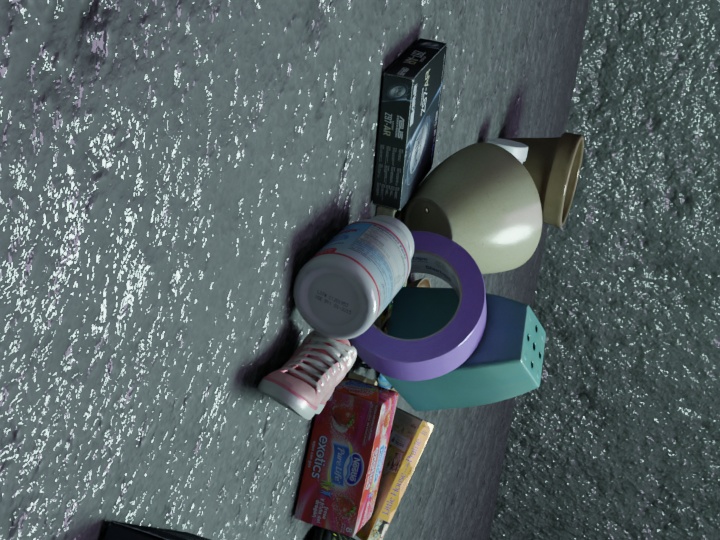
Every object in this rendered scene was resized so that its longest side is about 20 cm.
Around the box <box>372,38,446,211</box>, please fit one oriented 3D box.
[{"bbox_3d":[0.070,-0.209,1.607,0.160,0.043,0.201,-53,153,-55],"label":"box"}]

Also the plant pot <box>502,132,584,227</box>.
[{"bbox_3d":[0.370,-0.208,2.412,0.200,0.174,0.201,14,90,-74],"label":"plant pot"}]

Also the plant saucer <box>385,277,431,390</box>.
[{"bbox_3d":[0.074,0.106,1.921,0.200,0.034,0.201,15,90,-73],"label":"plant saucer"}]

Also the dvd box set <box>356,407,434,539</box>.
[{"bbox_3d":[0.029,0.307,1.733,0.146,0.029,0.201,13,-104,64],"label":"dvd box set"}]

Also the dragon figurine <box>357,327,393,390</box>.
[{"bbox_3d":[0.036,0.143,1.736,0.100,0.059,0.200,-54,155,21],"label":"dragon figurine"}]

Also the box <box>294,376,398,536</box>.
[{"bbox_3d":[-0.019,0.264,1.621,0.100,0.095,0.201,-14,117,-74],"label":"box"}]

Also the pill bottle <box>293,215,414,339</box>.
[{"bbox_3d":[0.000,0.000,1.430,0.200,0.108,0.109,-47,148,-61],"label":"pill bottle"}]

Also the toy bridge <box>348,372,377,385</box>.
[{"bbox_3d":[0.006,0.203,1.780,0.200,0.027,0.068,37,70,-74],"label":"toy bridge"}]

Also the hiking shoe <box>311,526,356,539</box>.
[{"bbox_3d":[-0.021,0.444,1.762,0.200,0.100,0.076,34,70,-74],"label":"hiking shoe"}]

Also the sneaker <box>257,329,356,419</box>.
[{"bbox_3d":[-0.060,0.117,1.357,0.105,0.075,0.200,-59,171,-1],"label":"sneaker"}]

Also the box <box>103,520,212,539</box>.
[{"bbox_3d":[-0.184,0.357,1.079,0.197,0.123,0.201,57,50,-71],"label":"box"}]

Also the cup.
[{"bbox_3d":[0.149,-0.077,1.686,0.143,0.200,0.201,-21,129,-38],"label":"cup"}]

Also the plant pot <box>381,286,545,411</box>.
[{"bbox_3d":[0.156,0.113,1.628,0.141,0.199,0.142,51,44,-50],"label":"plant pot"}]

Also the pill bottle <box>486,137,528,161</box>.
[{"bbox_3d":[0.271,-0.155,2.231,0.111,0.111,0.201,-34,136,-67],"label":"pill bottle"}]

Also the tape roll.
[{"bbox_3d":[0.074,0.048,1.558,0.066,0.199,0.201,75,33,-61],"label":"tape roll"}]

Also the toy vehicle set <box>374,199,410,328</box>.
[{"bbox_3d":[0.047,-0.024,1.724,0.124,0.026,0.201,-49,149,-58],"label":"toy vehicle set"}]
